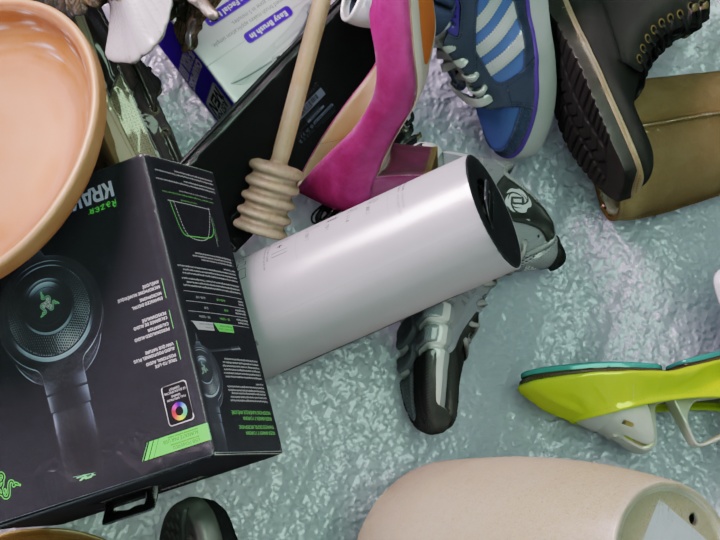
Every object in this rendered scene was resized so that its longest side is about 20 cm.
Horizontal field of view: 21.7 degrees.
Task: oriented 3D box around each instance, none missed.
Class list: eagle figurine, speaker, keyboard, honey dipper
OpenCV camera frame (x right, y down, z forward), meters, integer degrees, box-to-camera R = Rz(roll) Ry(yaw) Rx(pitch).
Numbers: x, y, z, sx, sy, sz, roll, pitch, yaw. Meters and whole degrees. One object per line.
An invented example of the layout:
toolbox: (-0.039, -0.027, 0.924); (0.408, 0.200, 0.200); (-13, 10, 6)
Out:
eagle figurine: (-0.170, -0.222, 1.183); (0.200, 0.151, 0.152); (36, 75, -12)
speaker: (0.000, 0.000, 1.199); (0.199, 0.081, 0.082); (-25, 80, 17)
keyboard: (-0.028, -0.093, 1.267); (0.200, 0.021, 0.127); (-46, 124, -11)
honey dipper: (-0.040, -0.120, 1.217); (0.038, 0.038, 0.201); (14, 96, -8)

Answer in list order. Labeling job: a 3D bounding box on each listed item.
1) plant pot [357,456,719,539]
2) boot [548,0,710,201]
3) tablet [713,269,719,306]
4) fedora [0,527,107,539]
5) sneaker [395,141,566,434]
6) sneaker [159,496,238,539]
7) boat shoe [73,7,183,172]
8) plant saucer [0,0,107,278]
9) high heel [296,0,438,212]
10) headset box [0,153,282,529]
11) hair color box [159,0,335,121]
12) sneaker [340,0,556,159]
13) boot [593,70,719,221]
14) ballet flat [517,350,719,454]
plant pot: (0.123, 0.188, 1.134); (0.187, 0.200, 0.188); (11, 68, -30)
boot: (0.196, -0.149, 1.286); (0.138, 0.078, 0.201); (-12, 62, -14)
tablet: (0.310, 0.079, 1.286); (0.130, 0.014, 0.201); (-20, 97, -34)
fedora: (-0.197, 0.249, 1.142); (0.200, 0.082, 0.202); (3, 75, -11)
sneaker: (0.086, 0.011, 1.269); (0.115, 0.075, 0.201); (3, 76, -15)
sneaker: (-0.057, 0.222, 1.166); (0.114, 0.076, 0.200); (-22, 102, -30)
boat shoe: (-0.164, -0.111, 1.255); (0.066, 0.072, 0.202); (-15, 79, -36)
plant saucer: (-0.234, -0.070, 1.137); (0.199, 0.037, 0.201); (-13, 61, 23)
high heel: (-0.001, -0.121, 1.189); (0.095, 0.201, 0.068); (5, 44, 11)
headset box: (-0.160, 0.054, 1.155); (0.174, 0.093, 0.201); (-18, 79, 22)
hair color box: (-0.103, -0.204, 1.291); (0.109, 0.065, 0.200); (-36, 84, -18)
sneaker: (0.050, -0.159, 1.249); (0.146, 0.081, 0.201); (-14, 118, -23)
boot: (0.254, -0.137, 1.345); (0.199, 0.066, 0.176); (-10, 77, -12)
ballet flat: (0.207, 0.089, 1.277); (0.199, 0.067, 0.067); (-6, 79, -15)
